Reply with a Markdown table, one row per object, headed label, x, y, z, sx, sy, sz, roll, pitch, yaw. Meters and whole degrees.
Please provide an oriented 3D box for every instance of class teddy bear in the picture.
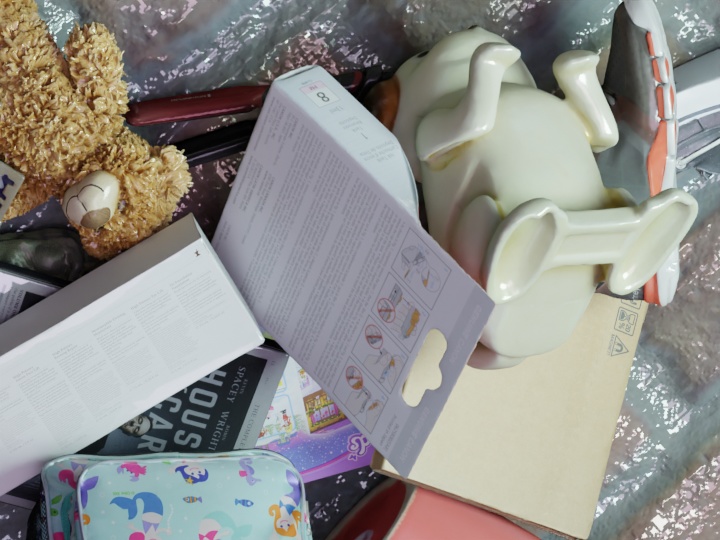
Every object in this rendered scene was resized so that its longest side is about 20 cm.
| label | x | y | z | sx | sy | sz | roll | pitch | yaw |
| --- | --- | --- | --- | --- | --- | --- | --- | --- | --- |
| teddy bear | -0.197 | -0.091 | 1.477 | 0.144 | 0.067 | 0.201 | -25 | 96 | 5 |

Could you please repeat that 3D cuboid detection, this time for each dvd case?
| label | x | y | z | sx | sy | sz | roll | pitch | yaw |
| --- | --- | --- | --- | --- | --- | --- | --- | --- | --- |
| dvd case | -0.162 | 0.089 | 1.535 | 0.199 | 0.025 | 0.151 | 17 | 106 | -17 |

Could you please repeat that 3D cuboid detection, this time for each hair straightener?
| label | x | y | z | sx | sy | sz | roll | pitch | yaw |
| --- | --- | --- | --- | --- | --- | --- | --- | --- | --- |
| hair straightener | -0.049 | -0.085 | 1.547 | 0.199 | 0.041 | 0.077 | -13 | 113 | -13 |

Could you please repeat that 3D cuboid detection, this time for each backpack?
| label | x | y | z | sx | sy | sz | roll | pitch | yaw |
| --- | --- | --- | --- | --- | --- | --- | --- | --- | --- |
| backpack | -0.107 | 0.207 | 1.451 | 0.177 | 0.151 | 0.201 | 0 | 70 | -16 |

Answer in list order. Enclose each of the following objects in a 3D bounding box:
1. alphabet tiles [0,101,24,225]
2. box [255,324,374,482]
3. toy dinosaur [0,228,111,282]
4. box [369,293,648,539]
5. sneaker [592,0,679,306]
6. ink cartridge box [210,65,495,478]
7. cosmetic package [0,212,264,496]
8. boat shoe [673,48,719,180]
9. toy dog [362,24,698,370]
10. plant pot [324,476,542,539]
| label | x | y | z | sx | sy | sz | roll | pitch | yaw |
| --- | --- | --- | --- | --- | --- | --- | --- | --- | --- |
| alphabet tiles | -0.309 | -0.068 | 1.469 | 0.199 | 0.006 | 0.167 | 32 | 112 | -2 |
| box | -0.034 | 0.067 | 1.591 | 0.199 | 0.039 | 0.137 | -15 | 109 | -7 |
| toy dinosaur | -0.225 | 0.012 | 1.534 | 0.199 | 0.047 | 0.089 | 2 | 102 | -10 |
| box | 0.103 | 0.057 | 1.575 | 0.163 | 0.021 | 0.201 | 21 | 78 | -24 |
| sneaker | 0.157 | -0.072 | 1.514 | 0.081 | 0.077 | 0.201 | -1 | 106 | 9 |
| ink cartridge box | 0.000 | 0.000 | 1.463 | 0.057 | 0.200 | 0.163 | -29 | 153 | -43 |
| cosmetic package | -0.166 | 0.053 | 1.479 | 0.199 | 0.051 | 0.083 | -30 | 117 | 1 |
| boat shoe | 0.220 | -0.093 | 1.578 | 0.199 | 0.072 | 0.068 | -25 | 108 | -1 |
| toy dog | 0.087 | -0.059 | 1.477 | 0.139 | 0.200 | 0.194 | -11 | 143 | -24 |
| plant pot | 0.057 | 0.237 | 1.594 | 0.177 | 0.200 | 0.201 | 41 | 95 | -9 |
